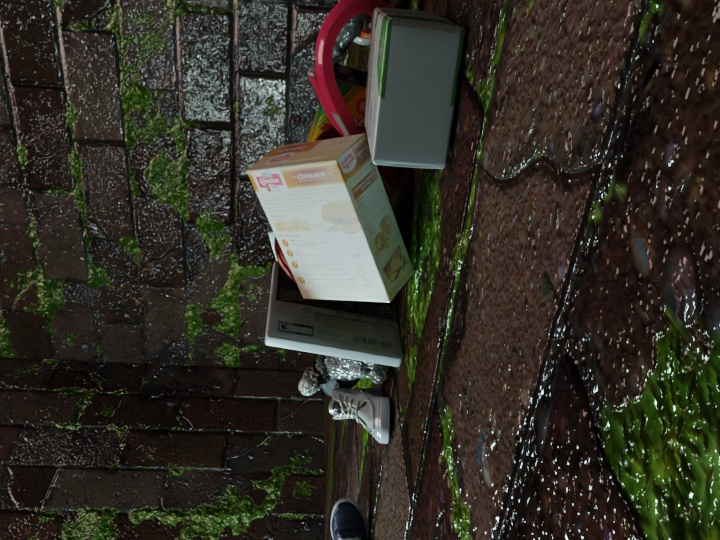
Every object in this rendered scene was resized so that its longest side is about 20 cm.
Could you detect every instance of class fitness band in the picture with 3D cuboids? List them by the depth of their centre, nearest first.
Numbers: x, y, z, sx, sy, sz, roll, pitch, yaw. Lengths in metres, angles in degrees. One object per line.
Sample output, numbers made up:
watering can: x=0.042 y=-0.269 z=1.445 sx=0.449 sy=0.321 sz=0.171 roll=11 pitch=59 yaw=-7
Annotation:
fitness band: x=0.008 y=-0.254 z=0.893 sx=0.037 sy=0.144 sz=0.201 roll=30 pitch=159 yaw=42

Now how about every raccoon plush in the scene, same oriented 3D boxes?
raccoon plush: x=-0.020 y=0.168 z=1.104 sx=0.201 sy=0.096 sz=0.134 roll=-53 pitch=11 yaw=17

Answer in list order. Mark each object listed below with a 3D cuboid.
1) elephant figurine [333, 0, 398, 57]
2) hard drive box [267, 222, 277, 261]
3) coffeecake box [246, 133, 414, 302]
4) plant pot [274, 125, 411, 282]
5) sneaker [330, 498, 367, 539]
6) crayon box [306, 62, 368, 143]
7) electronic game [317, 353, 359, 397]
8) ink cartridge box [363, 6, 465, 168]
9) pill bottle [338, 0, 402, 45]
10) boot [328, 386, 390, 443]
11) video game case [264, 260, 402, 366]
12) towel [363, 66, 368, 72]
elephant figurine: x=0.019 y=-0.409 z=0.947 sx=0.200 sy=0.153 sz=0.143 roll=157 pitch=94 yaw=-75
hard drive box: x=-0.096 y=-0.057 z=1.574 sx=0.077 sy=0.197 sz=0.158 roll=-96 pitch=-6 yaw=-63
coffeecake box: x=-0.037 y=-0.063 z=0.890 sx=0.073 sy=0.152 sz=0.202 roll=-47 pitch=-54 yaw=-41
plant pot: x=-0.018 y=-0.096 z=1.036 sx=0.197 sy=0.198 sz=0.203 roll=110 pitch=164 yaw=-46
sneaker: x=-0.019 y=0.528 z=1.245 sx=0.109 sy=0.069 sz=0.203 roll=105 pitch=161 yaw=-90
crayon box: x=-0.013 y=-0.214 z=1.085 sx=0.201 sy=0.125 sz=0.051 roll=114 pitch=161 yaw=-43
electronic game: x=-0.023 y=0.133 z=1.261 sx=0.200 sy=0.041 sz=0.203 roll=-40 pitch=-43 yaw=-53
ink cartridge box: x=0.053 y=-0.214 z=0.779 sx=0.201 sy=0.082 sz=0.149 roll=-97 pitch=11 yaw=-65
pill bottle: x=0.018 y=-0.468 z=1.182 sx=0.200 sy=0.111 sz=0.115 roll=137 pitch=135 yaw=-84
boot: x=-0.005 y=0.233 z=1.120 sx=0.200 sy=0.094 sz=0.075 roll=161 pitch=112 yaw=-85
video game case: x=-0.040 y=0.062 z=1.033 sx=0.183 sy=0.197 sz=0.024 roll=-94 pitch=17 yaw=-54
towel: x=0.009 y=-0.334 z=1.487 sx=0.133 sy=0.034 sz=0.202 roll=-61 pitch=-18 yaw=-52
